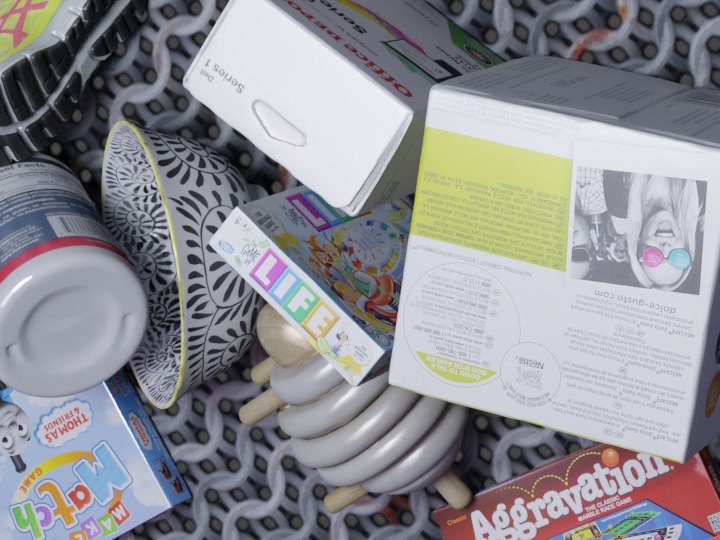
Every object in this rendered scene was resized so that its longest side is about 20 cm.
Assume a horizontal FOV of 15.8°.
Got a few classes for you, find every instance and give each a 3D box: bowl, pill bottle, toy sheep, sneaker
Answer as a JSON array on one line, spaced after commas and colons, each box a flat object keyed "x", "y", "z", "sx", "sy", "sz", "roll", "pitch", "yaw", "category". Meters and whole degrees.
[{"x": -0.109, "y": -0.010, "z": 1.800, "sx": 0.094, "sy": 0.201, "sz": 0.201, "roll": -8, "pitch": 98, "yaw": -18, "category": "bowl"}, {"x": -0.235, "y": -0.013, "z": 1.820, "sx": 0.120, "sy": 0.120, "sz": 0.200, "roll": -61, "pitch": 38, "yaw": 21, "category": "pill bottle"}, {"x": 0.005, "y": 0.091, "z": 1.770, "sx": 0.138, "sy": 0.138, "sz": 0.200, "roll": -35, "pitch": 113, "yaw": 26, "category": "toy sheep"}, {"x": -0.239, "y": -0.150, "z": 1.825, "sx": 0.090, "sy": 0.200, "sz": 0.078, "roll": 21, "pitch": 147, "yaw": 31, "category": "sneaker"}]

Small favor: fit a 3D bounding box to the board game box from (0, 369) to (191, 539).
[{"x": -0.235, "y": 0.115, "z": 1.932, "sx": 0.151, "sy": 0.037, "sz": 0.200, "roll": -30, "pitch": 87, "yaw": 26, "category": "board game box"}]

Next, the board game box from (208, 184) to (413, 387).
[{"x": 0.000, "y": 0.000, "z": 1.711, "sx": 0.134, "sy": 0.200, "sz": 0.034, "roll": 44, "pitch": 114, "yaw": 11, "category": "board game box"}]

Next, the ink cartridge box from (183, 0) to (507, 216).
[{"x": 0.000, "y": -0.123, "z": 1.689, "sx": 0.145, "sy": 0.200, "sz": 0.084, "roll": 38, "pitch": 113, "yaw": 13, "category": "ink cartridge box"}]

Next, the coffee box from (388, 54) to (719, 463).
[{"x": 0.155, "y": -0.014, "z": 1.638, "sx": 0.200, "sy": 0.200, "sz": 0.198, "roll": 13, "pitch": 105, "yaw": 21, "category": "coffee box"}]

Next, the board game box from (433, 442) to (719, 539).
[{"x": 0.155, "y": 0.176, "z": 1.774, "sx": 0.200, "sy": 0.019, "sz": 0.103, "roll": -25, "pitch": 87, "yaw": 26, "category": "board game box"}]
